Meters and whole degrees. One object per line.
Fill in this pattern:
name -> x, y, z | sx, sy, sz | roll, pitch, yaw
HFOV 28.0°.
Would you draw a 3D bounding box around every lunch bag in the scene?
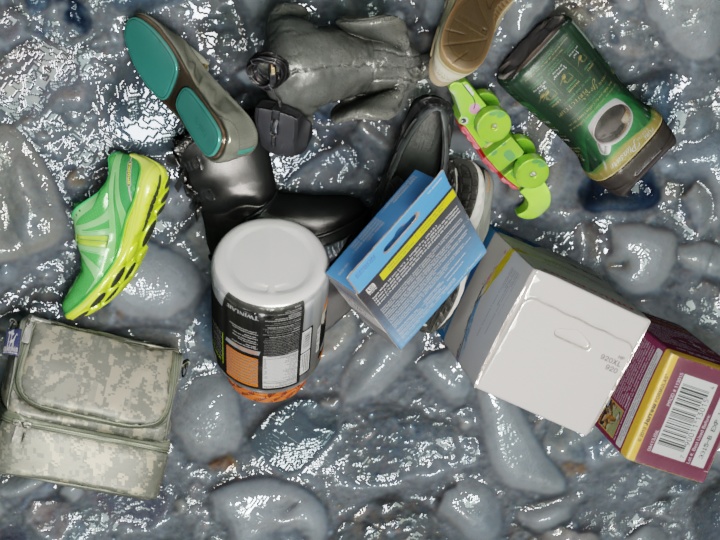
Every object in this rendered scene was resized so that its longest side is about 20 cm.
lunch bag -> -0.298, 0.146, 1.567 | 0.199, 0.139, 0.168 | 13, 87, -13

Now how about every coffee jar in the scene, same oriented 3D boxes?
coffee jar -> 0.251, -0.178, 1.587 | 0.104, 0.085, 0.200 | -46, 107, 2

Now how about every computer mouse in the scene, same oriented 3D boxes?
computer mouse -> -0.085, -0.159, 1.434 | 0.058, 0.200, 0.034 | 20, 72, 12

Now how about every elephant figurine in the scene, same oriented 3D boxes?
elephant figurine -> 0.002, -0.216, 1.498 | 0.199, 0.155, 0.142 | 0, 140, 3

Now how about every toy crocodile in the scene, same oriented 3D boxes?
toy crocodile -> 0.149, -0.139, 1.578 | 0.062, 0.068, 0.200 | -37, 123, 10

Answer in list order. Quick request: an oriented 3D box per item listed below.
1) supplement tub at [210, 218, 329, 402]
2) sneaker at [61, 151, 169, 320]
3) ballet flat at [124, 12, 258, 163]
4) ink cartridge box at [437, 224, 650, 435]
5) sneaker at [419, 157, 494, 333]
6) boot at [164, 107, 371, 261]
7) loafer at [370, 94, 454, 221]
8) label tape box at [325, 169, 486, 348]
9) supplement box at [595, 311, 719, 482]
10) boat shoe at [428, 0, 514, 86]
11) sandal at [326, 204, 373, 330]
supplement tub -> -0.097, 0.048, 1.527 | 0.122, 0.123, 0.200 | -4, 145, -8
sneaker -> -0.274, -0.039, 1.557 | 0.083, 0.074, 0.200 | 31, 105, 12
ballet flat -> -0.174, -0.190, 1.502 | 0.064, 0.200, 0.067 | -14, 149, -44
ink cartridge box -> 0.194, 0.061, 1.584 | 0.147, 0.200, 0.145 | 23, 100, -14
sneaker -> 0.105, -0.024, 1.609 | 0.074, 0.079, 0.201 | 23, 100, 30
boot -> -0.101, -0.097, 1.561 | 0.198, 0.073, 0.163 | -16, 106, -2
loafer -> 0.053, -0.089, 1.543 | 0.068, 0.070, 0.201 | 15, 105, -3
label tape box -> 0.040, -0.022, 1.462 | 0.144, 0.063, 0.200 | -49, 152, -7
supplement box -> 0.333, 0.134, 1.628 | 0.103, 0.200, 0.131 | 18, 102, -14
boat shoe -> 0.123, -0.282, 1.527 | 0.072, 0.065, 0.200 | 29, 66, -11
sandal -> 0.000, 0.001, 1.618 | 0.076, 0.043, 0.200 | 40, 96, -17
